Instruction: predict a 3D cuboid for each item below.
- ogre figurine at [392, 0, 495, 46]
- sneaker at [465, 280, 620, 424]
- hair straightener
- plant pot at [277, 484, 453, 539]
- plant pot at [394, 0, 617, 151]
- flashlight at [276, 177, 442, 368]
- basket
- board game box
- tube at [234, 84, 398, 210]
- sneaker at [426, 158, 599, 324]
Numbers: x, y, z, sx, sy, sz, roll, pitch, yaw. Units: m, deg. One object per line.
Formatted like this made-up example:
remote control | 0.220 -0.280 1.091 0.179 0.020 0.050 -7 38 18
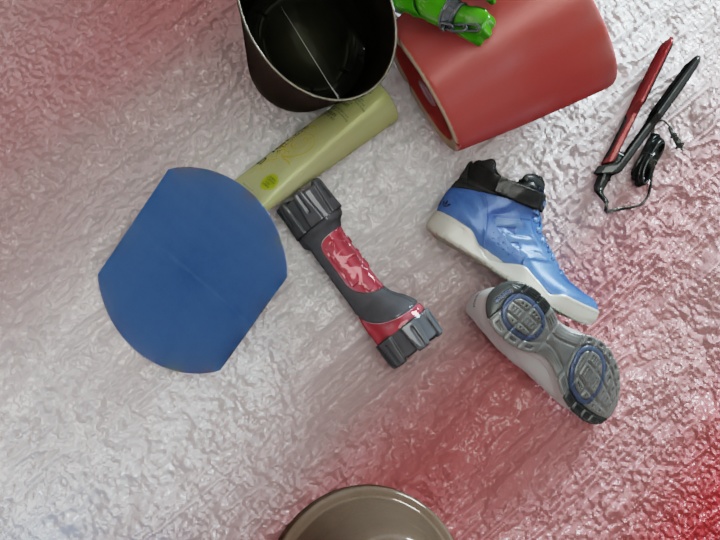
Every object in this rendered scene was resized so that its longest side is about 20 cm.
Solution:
ogre figurine | 0.075 -0.312 1.449 0.118 0.098 0.203 0 98 21
sneaker | 0.188 0.079 1.555 0.200 0.087 0.075 45 75 -19
hair straightener | 0.310 -0.143 1.617 0.076 0.041 0.202 29 79 -4
plant pot | 0.017 0.304 1.445 0.197 0.175 0.203 1 82 -10
plant pot | 0.133 -0.225 1.535 0.176 0.200 0.202 -32 88 -3
flashlight | 0.000 0.000 1.536 0.067 0.068 0.201 -35 89 -10
basket | -0.052 -0.230 1.489 0.135 0.200 0.182 -32 90 -9
board game box | -0.159 0.000 1.513 0.157 0.039 0.201 38 105 7
tube | -0.052 -0.118 1.548 0.199 0.058 0.052 -37 85 -12
sneaker | 0.177 -0.037 1.563 0.199 0.077 0.112 32 88 3
